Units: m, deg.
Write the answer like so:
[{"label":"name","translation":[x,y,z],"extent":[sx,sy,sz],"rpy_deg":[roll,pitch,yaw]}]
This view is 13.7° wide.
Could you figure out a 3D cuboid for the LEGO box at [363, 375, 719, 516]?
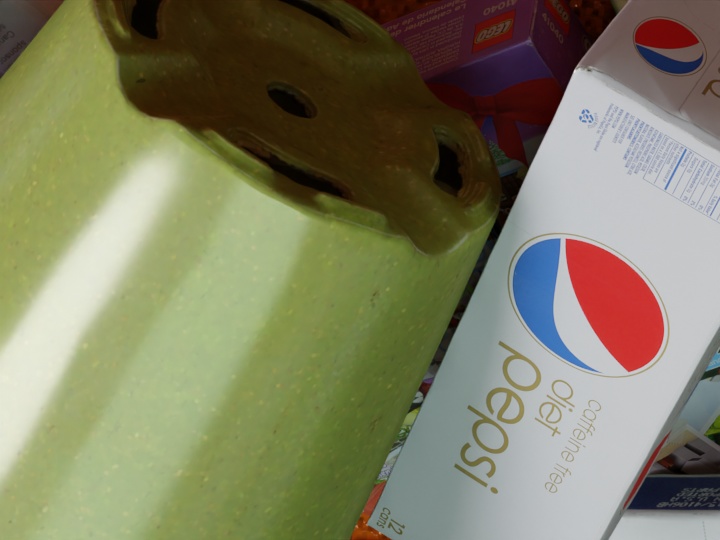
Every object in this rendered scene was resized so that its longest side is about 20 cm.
[{"label":"LEGO box","translation":[0.114,0.028,1.036],"extent":[0.149,0.077,0.200],"rpy_deg":[27,126,-21]}]

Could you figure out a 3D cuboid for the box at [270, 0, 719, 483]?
[{"label":"box","translation":[0.000,0.000,0.910],"extent":[0.200,0.039,0.137],"rpy_deg":[-19,126,26]}]

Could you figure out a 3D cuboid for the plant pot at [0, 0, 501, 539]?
[{"label":"plant pot","translation":[-0.060,0.020,0.808],"extent":[0.200,0.200,0.190],"rpy_deg":[23,118,-19]}]

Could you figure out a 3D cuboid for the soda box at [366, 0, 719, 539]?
[{"label":"soda box","translation":[0.067,0.010,0.813],"extent":[0.064,0.068,0.200],"rpy_deg":[32,138,8]}]

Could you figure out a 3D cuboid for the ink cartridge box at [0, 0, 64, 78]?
[{"label":"ink cartridge box","translation":[-0.094,-0.024,0.988],"extent":[0.146,0.083,0.200],"rpy_deg":[-35,122,27]}]

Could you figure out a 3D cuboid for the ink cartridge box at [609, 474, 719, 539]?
[{"label":"ink cartridge box","translation":[0.189,0.163,0.980],"extent":[0.196,0.043,0.201],"rpy_deg":[-4,107,33]}]

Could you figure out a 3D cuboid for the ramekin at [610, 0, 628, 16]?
[{"label":"ramekin","translation":[0.174,-0.080,0.871],"extent":[0.199,0.200,0.098],"rpy_deg":[-11,137,9]}]
